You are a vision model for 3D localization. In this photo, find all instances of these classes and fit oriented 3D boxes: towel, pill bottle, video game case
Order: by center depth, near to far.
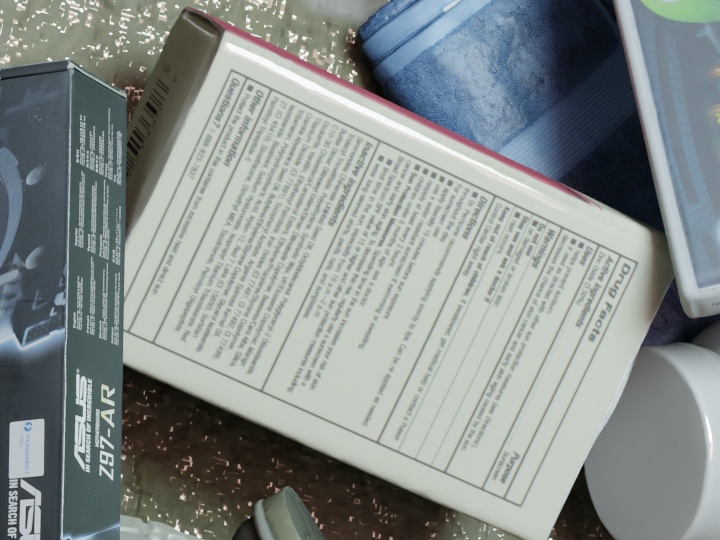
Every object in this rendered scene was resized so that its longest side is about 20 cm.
[{"bbox_3d":[0.191,-0.090,1.035,0.181,0.023,0.201,-14,59,7],"label":"video game case"},{"bbox_3d":[0.194,0.070,1.118,0.199,0.109,0.109,-1,77,-32],"label":"pill bottle"},{"bbox_3d":[0.094,-0.050,1.156,0.112,0.049,0.200,-38,93,-25],"label":"towel"}]

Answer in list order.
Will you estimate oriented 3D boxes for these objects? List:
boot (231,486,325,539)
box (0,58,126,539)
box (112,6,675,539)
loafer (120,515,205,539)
[{"bbox_3d":[-0.090,0.163,0.934,0.199,0.182,0.073,-23,61,-6],"label":"boot"},{"bbox_3d":[-0.163,0.035,0.978,0.043,0.159,0.201,28,60,-63],"label":"box"},{"bbox_3d":[0.000,0.000,1.051,0.199,0.109,0.128,25,94,-16],"label":"box"},{"bbox_3d":[-0.043,0.143,1.049,0.199,0.070,0.070,15,109,-23],"label":"loafer"}]
